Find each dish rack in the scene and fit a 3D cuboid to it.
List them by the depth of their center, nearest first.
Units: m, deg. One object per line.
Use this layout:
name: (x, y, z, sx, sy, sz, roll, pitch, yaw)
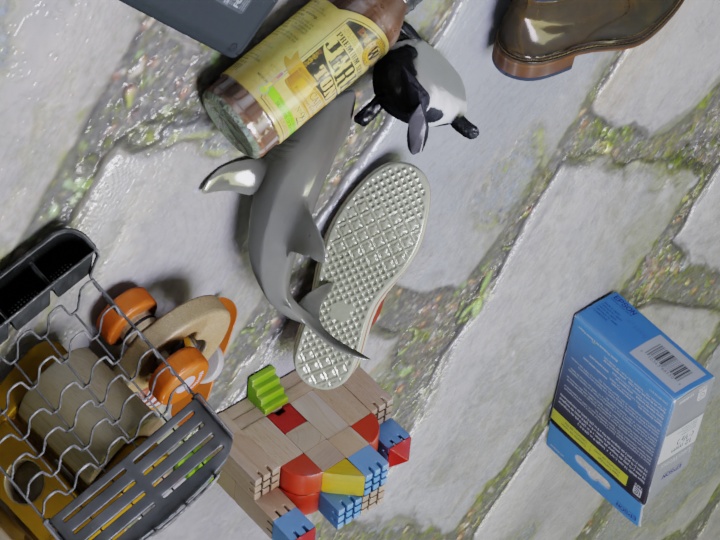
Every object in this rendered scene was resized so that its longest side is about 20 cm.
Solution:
dish rack: (-0.189, 0.091, 1.362, 0.153, 0.200, 0.055, -40, 170, -14)

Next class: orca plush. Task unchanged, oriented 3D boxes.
orca plush: (0.032, -0.116, 1.483, 0.071, 0.200, 0.105, -36, 107, 13)

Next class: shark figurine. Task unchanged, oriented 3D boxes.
shark figurine: (-0.044, -0.015, 1.508, 0.128, 0.089, 0.216, -22, 129, -32)

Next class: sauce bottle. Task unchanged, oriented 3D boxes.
sauce bottle: (-0.019, -0.162, 1.417, 0.200, 0.065, 0.065, -42, 149, -12)

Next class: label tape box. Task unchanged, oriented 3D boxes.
label tape box: (0.271, 0.143, 2.062, 0.066, 0.143, 0.201, -28, 144, -29)

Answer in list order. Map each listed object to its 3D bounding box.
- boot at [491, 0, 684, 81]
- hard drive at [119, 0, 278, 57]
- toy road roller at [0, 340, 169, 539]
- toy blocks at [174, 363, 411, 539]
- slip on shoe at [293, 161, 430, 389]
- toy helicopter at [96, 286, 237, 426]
boot: (0.194, -0.227, 1.609, 0.199, 0.075, 0.097, -30, 148, -26)
hard drive: (-0.102, -0.222, 1.270, 0.140, 0.033, 0.200, -54, 150, 9)
toy road roller: (-0.218, 0.157, 1.475, 0.200, 0.123, 0.146, -50, 163, 10)
toy blocks: (-0.034, 0.152, 1.683, 0.199, 0.137, 0.100, -29, 145, -30)
slip on shoe: (0.000, 0.000, 1.638, 0.061, 0.074, 0.201, -66, 179, -70)
toy helicopter: (-0.158, 0.091, 1.540, 0.132, 0.079, 0.200, -21, 152, -52)
